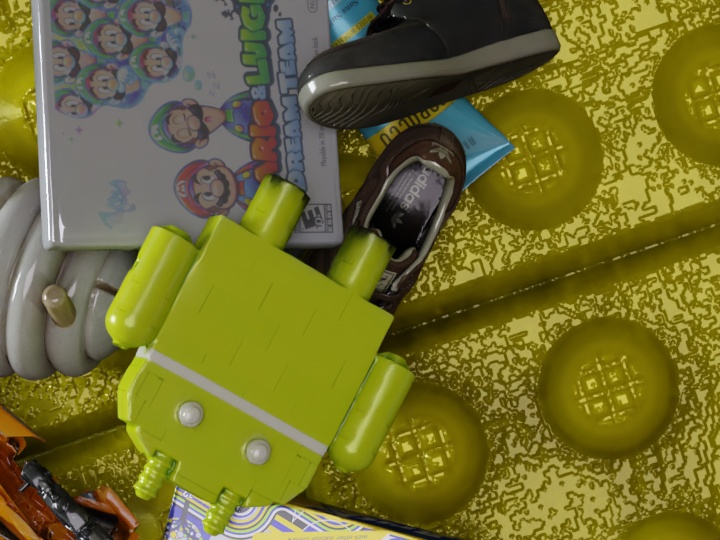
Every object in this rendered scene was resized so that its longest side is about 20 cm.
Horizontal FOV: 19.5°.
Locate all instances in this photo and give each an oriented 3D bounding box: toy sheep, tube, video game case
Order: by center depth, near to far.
[{"bbox_3d":[-0.102,-0.112,1.241,0.181,0.024,0.201,-1,82,-22],"label":"video game case"},{"bbox_3d":[-0.201,0.005,1.278,0.199,0.138,0.139,20,89,11],"label":"toy sheep"},{"bbox_3d":[0.006,-0.130,1.322,0.077,0.050,0.200,-39,94,3],"label":"tube"}]

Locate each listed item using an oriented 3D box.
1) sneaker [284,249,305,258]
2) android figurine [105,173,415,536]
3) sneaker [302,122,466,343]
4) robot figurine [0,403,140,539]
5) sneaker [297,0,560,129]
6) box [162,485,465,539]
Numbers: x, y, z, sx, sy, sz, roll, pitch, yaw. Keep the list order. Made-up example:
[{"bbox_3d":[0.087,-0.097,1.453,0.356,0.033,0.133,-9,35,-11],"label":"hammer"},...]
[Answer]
[{"bbox_3d":[-0.113,-0.073,1.305,0.200,0.078,0.079,46,101,8],"label":"sneaker"},{"bbox_3d":[-0.061,0.052,1.208,0.182,0.041,0.201,32,78,-16],"label":"android figurine"},{"bbox_3d":[0.000,0.000,1.289,0.070,0.076,0.201,26,100,-3],"label":"sneaker"},{"bbox_3d":[-0.215,0.134,1.283,0.200,0.145,0.058,39,59,1],"label":"robot figurine"},{"bbox_3d":[0.025,-0.154,1.275,0.199,0.075,0.107,-17,79,-42],"label":"sneaker"},{"bbox_3d":[-0.019,0.177,1.258,0.199,0.064,0.071,15,89,2],"label":"box"}]
